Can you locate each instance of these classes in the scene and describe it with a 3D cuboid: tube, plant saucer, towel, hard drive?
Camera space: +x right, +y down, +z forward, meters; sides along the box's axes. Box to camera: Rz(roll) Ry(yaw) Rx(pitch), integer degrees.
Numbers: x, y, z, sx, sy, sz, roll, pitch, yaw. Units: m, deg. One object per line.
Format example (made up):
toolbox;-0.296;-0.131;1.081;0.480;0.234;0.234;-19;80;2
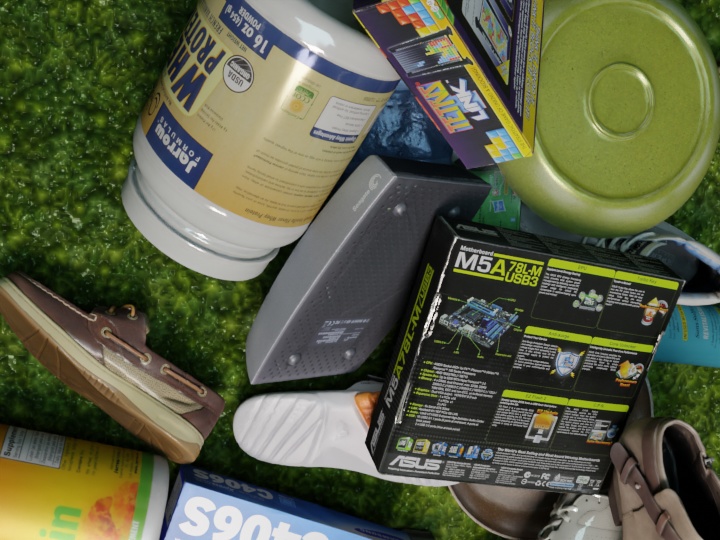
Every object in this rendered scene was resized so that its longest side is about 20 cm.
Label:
tube;0.241;0.047;0.867;0.196;0.079;0.051;8;141;-23
plant saucer;0.191;-0.126;0.776;0.196;0.031;0.205;0;93;-11
plant saucer;0.158;0.134;0.891;0.196;0.032;0.205;-3;103;-11
towel;0.015;-0.160;0.775;0.109;0.049;0.205;0;101;7
hard drive;0.000;0.000;0.763;0.134;0.043;0.201;-1;135;-49

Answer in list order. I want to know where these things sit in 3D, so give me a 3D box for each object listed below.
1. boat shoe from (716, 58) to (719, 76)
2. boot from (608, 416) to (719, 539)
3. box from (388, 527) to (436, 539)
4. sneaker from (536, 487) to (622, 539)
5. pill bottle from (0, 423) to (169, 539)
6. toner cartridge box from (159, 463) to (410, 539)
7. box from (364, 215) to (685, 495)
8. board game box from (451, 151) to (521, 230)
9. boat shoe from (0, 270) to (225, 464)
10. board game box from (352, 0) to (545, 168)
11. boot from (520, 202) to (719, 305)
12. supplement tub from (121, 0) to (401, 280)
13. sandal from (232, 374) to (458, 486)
boat shoe;0.229;-0.128;0.836;0.196;0.074;0.068;-16;96;-14
boot;0.237;0.209;0.755;0.069;0.147;0.203;-17;68;-12
box;-0.024;0.320;0.879;0.158;0.049;0.204;8;98;-14
sneaker;0.174;0.225;0.868;0.197;0.076;0.094;-23;98;-15
pill bottle;-0.251;0.177;0.767;0.196;0.111;0.113;14;99;-15
toner cartridge box;-0.063;0.231;0.810;0.197;0.043;0.097;20;95;-14
box;0.121;0.070;0.772;0.196;0.048;0.197;9;109;-20
board game box;0.080;-0.096;0.813;0.102;0.023;0.205;4;102;6
boat shoe;-0.189;0.061;0.788;0.199;0.072;0.072;39;61;-7
board game box;0.069;-0.200;0.691;0.165;0.056;0.203;46;45;-46
boot;0.208;-0.027;0.834;0.196;0.096;0.075;16;98;-14
supplement tub;-0.070;-0.108;0.709;0.143;0.145;0.201;27;116;-16
sandal;0.000;0.121;0.840;0.202;0.059;0.081;7;107;-1
